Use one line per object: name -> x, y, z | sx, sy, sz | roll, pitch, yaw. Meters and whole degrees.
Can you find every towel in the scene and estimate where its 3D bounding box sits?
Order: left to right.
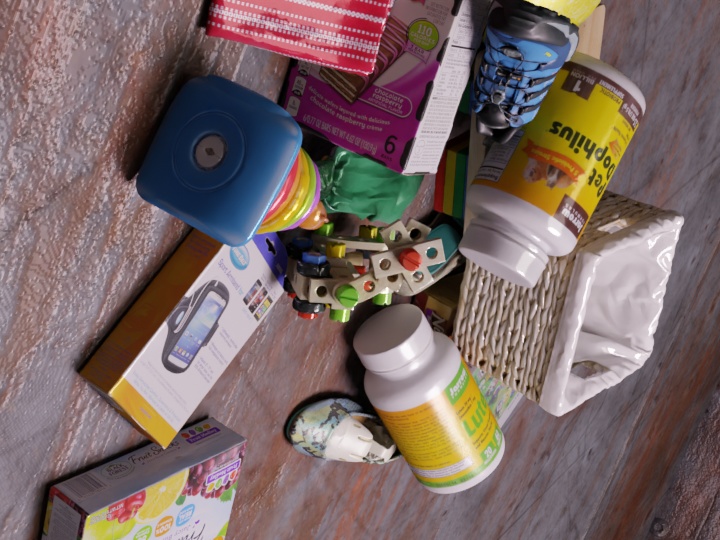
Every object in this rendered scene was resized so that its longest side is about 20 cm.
towel -> -0.024, -0.254, 0.906 | 0.144, 0.022, 0.201 | 11, 107, -26

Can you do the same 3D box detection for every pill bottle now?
pill bottle -> 0.071, 0.138, 1.331 | 0.111, 0.111, 0.200 | -46, 122, -28
pill bottle -> 0.167, -0.090, 1.098 | 0.200, 0.109, 0.109 | -62, 152, -6

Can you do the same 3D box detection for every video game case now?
video game case -> 0.194, 0.106, 1.538 | 0.182, 0.022, 0.200 | -53, 152, -15

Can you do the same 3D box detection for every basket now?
basket -> 0.225, 0.020, 1.341 | 0.198, 0.161, 0.201 | -21, 127, -45

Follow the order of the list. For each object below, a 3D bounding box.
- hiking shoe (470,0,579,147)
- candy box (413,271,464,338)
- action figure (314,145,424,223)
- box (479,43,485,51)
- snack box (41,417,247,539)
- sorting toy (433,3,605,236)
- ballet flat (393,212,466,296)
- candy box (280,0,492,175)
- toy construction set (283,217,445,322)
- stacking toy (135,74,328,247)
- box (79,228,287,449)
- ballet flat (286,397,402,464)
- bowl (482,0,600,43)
hiking shoe -> 0.128, -0.156, 0.979 | 0.200, 0.074, 0.087 | 46, 66, -79
candy box -> 0.126, 0.063, 1.466 | 0.200, 0.056, 0.117 | -16, 128, -52
action figure -> 0.001, -0.090, 1.125 | 0.200, 0.055, 0.118 | -14, 126, -60
box -> 0.149, -0.274, 1.222 | 0.198, 0.050, 0.201 | -13, 126, -53
snack box -> -0.194, 0.228, 1.082 | 0.200, 0.053, 0.143 | -19, 131, -52
sorting toy -> 0.151, -0.151, 1.202 | 0.199, 0.069, 0.201 | -31, 133, -41
ballet flat -> 0.098, -0.034, 1.348 | 0.200, 0.067, 0.062 | -32, 167, -38
candy box -> 0.026, -0.194, 0.991 | 0.061, 0.136, 0.201 | -8, 120, -58
toy construction set -> 0.000, 0.000, 1.093 | 0.200, 0.131, 0.092 | 179, -86, -77
stacking toy -> -0.072, -0.067, 0.969 | 0.110, 0.116, 0.200 | -62, 155, 0
box -> -0.139, 0.041, 1.028 | 0.200, 0.041, 0.119 | -55, 151, -18
ballet flat -> -0.005, 0.182, 1.341 | 0.200, 0.074, 0.074 | 13, 103, -61
bowl -> 0.156, -0.296, 1.045 | 0.200, 0.108, 0.201 | 3, 84, -32
